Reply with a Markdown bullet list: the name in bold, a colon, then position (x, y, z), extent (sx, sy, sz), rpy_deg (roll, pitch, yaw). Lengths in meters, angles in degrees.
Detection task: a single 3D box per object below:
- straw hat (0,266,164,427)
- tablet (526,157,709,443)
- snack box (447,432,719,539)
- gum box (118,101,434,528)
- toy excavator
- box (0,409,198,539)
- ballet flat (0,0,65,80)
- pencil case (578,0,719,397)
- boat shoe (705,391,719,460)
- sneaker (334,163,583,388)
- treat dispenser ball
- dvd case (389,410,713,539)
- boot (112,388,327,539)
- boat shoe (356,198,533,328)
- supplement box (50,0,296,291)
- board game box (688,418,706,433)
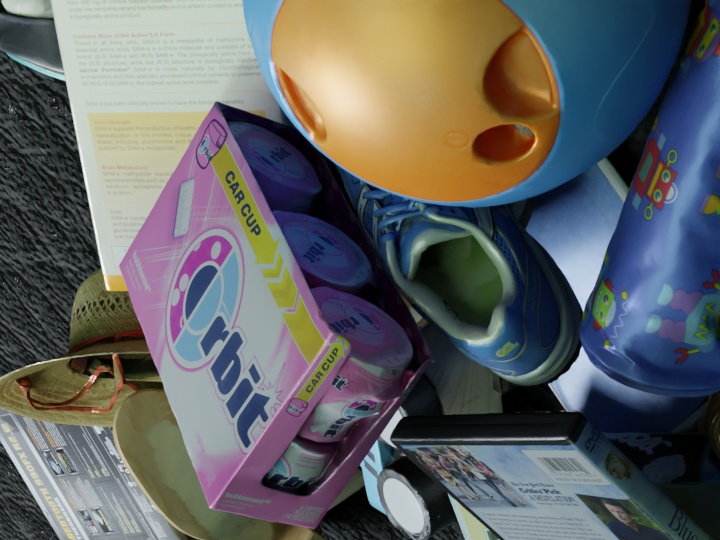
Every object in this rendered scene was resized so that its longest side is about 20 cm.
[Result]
- **straw hat**: position (-0.140, 0.038, 1.140), extent (0.201, 0.200, 0.086), rpy_deg (-25, 60, 50)
- **tablet**: position (0.115, 0.002, 0.941), extent (0.201, 0.014, 0.130), rpy_deg (57, 140, 15)
- **snack box**: position (0.153, 0.136, 0.946), extent (0.198, 0.037, 0.117), rpy_deg (-1, 134, 21)
- **gum box**: position (-0.047, 0.023, 0.897), extent (0.114, 0.066, 0.200), rpy_deg (-56, 39, 25)
- **toy excavator**: position (0.013, 0.090, 1.094), extent (0.200, 0.100, 0.196), rpy_deg (29, 139, 44)
- **box**: position (-0.185, 0.168, 1.359), extent (0.158, 0.048, 0.201), rpy_deg (-14, 109, 48)
- **ballet flat**: position (-0.210, -0.168, 1.109), extent (0.199, 0.073, 0.073), rpy_deg (22, 133, 34)
- **pencil case**: position (0.167, -0.039, 0.812), extent (0.078, 0.086, 0.201), rpy_deg (-118, 40, -55)
- **boat shoe**: position (0.242, 0.049, 0.810), extent (0.199, 0.068, 0.072), rpy_deg (-24, 104, 32)
- **sneaker**: position (0.036, -0.033, 0.875), extent (0.076, 0.077, 0.200), rpy_deg (-43, 68, 15)
- **treat dispenser ball**: position (0.046, -0.129, 0.790), extent (0.200, 0.201, 0.202), rpy_deg (24, 134, 28)
- **dvd case**: position (0.121, 0.135, 0.881), extent (0.200, 0.018, 0.142), rpy_deg (43, 155, -23)
- **boot**: position (-0.105, 0.139, 1.190), extent (0.201, 0.071, 0.144), rpy_deg (43, 169, -24)
- **boat shoe**: position (0.000, 0.000, 0.960), extent (0.200, 0.072, 0.076), rpy_deg (-36, 103, 26)
- **supplement box**: position (-0.093, -0.092, 1.007), extent (0.125, 0.074, 0.201), rpy_deg (1, 118, 12)
- **board game box**: position (0.184, 0.093, 0.958), extent (0.157, 0.039, 0.201), rpy_deg (-15, 108, 48)
